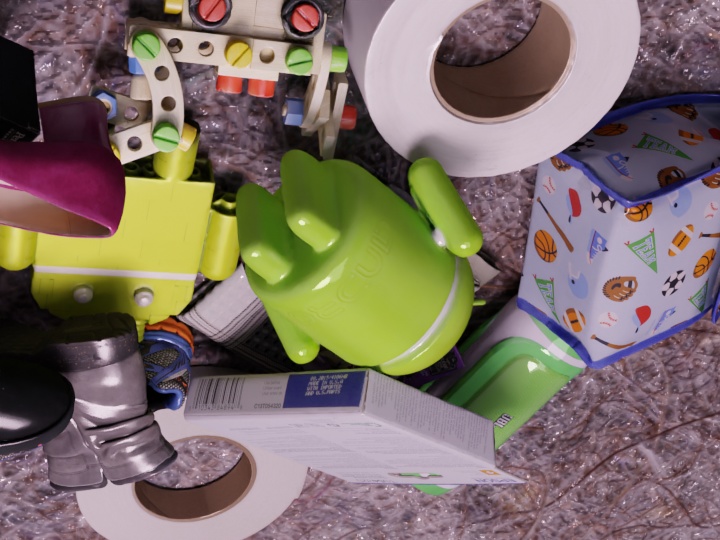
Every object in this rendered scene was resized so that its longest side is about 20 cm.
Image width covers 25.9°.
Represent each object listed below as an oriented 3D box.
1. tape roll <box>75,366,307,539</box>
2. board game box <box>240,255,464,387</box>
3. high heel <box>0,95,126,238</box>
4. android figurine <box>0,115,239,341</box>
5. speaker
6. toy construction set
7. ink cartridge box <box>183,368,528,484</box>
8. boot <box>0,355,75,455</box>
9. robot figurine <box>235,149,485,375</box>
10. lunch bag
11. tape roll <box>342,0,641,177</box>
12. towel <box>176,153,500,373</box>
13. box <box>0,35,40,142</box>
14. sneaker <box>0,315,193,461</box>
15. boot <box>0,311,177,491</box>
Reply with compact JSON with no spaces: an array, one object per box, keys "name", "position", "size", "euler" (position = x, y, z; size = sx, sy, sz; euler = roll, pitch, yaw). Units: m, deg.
[{"name":"tape roll","position":[-0.144,0.166,1.333],"size":[0.202,0.037,0.203],"euler":[-8,131,-10]},{"name":"board game box","position":[-0.002,0.034,1.231],"size":[0.120,0.032,0.200],"euler":[-27,136,2]},{"name":"high heel","position":[-0.238,-0.038,0.937],"size":[0.199,0.096,0.067],"euler":[-12,146,-2]},{"name":"android figurine","position":[-0.177,-0.026,1.149],"size":[0.181,0.041,0.201],"euler":[5,127,-17]},{"name":"speaker","position":[0.110,0.100,1.323],"size":[0.088,0.089,0.200],"euler":[26,119,-34]},{"name":"toy construction set","position":[-0.085,-0.127,1.056],"size":[0.199,0.092,0.132],"euler":[0,106,-28]},{"name":"ink cartridge box","position":[-0.001,0.124,1.219],"size":[0.196,0.043,0.200],"euler":[-7,157,43]},{"name":"boot","position":[-0.290,0.045,1.034],"size":[0.197,0.074,0.163],"euler":[6,139,-5]},{"name":"robot figurine","position":[0.000,0.000,1.098],"size":[0.175,0.116,0.200],"euler":[-36,131,23]},{"name":"lunch bag","position":[0.238,-0.039,1.216],"size":[0.199,0.124,0.171],"euler":[-20,136,-30]},{"name":"tape roll","position":[0.090,-0.165,1.091],"size":[0.201,0.071,0.203],"euler":[-9,133,-9]},{"name":"towel","position":[-0.012,0.018,1.245],"size":[0.200,0.035,0.192],"euler":[-42,129,18]},{"name":"box","position":[-0.320,-0.083,0.999],"size":[0.141,0.079,0.200],"euler":[25,131,-38]},{"name":"sneaker","position":[-0.222,0.103,1.224],"size":[0.199,0.079,0.075],"euler":[-26,132,5]},{"name":"boot","position":[-0.243,0.106,1.166],"size":[0.199,0.070,0.132],"euler":[-2,114,21]}]
